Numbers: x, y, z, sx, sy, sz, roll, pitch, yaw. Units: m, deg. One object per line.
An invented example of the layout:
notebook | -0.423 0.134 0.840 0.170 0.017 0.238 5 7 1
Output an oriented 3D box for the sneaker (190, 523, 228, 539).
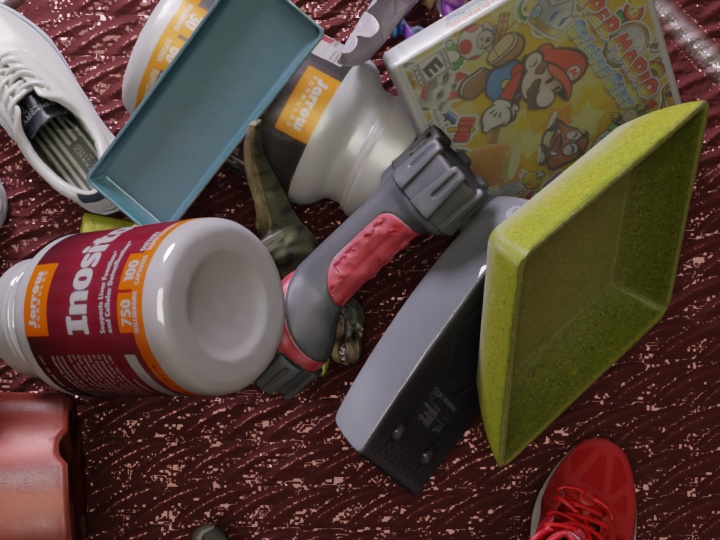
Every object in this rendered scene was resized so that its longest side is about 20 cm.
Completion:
sneaker | -0.077 0.272 1.106 0.077 0.078 0.200 -14 88 -12

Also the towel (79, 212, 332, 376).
towel | -0.113 0.018 1.155 0.200 0.018 0.086 11 82 4

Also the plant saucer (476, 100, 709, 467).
plant saucer | 0.141 0.001 1.039 0.048 0.200 0.200 33 53 28

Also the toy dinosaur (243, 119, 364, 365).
toy dinosaur | -0.066 -0.013 1.100 0.088 0.047 0.200 -19 122 13

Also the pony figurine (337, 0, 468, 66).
pony figurine | 0.043 -0.218 1.089 0.166 0.193 0.200 -33 80 9

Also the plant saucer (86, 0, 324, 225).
plant saucer | -0.104 -0.110 1.058 0.070 0.019 0.200 41 118 -2

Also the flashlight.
flashlight | 0.000 0.000 1.050 0.200 0.068 0.068 -42 112 18

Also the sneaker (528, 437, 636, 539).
sneaker | 0.147 0.177 1.040 0.078 0.116 0.200 17 55 6

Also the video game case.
video game case | 0.126 -0.118 1.080 0.182 0.200 0.023 -31 45 -3

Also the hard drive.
hard drive | 0.066 0.050 1.083 0.042 0.135 0.200 33 84 28

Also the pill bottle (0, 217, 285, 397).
pill bottle | -0.155 0.028 1.049 0.200 0.113 0.113 -5 83 43

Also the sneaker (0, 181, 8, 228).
sneaker | -0.327 -0.109 1.132 0.078 0.099 0.200 -38 84 -2

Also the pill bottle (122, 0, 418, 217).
pill bottle | -0.056 -0.117 1.115 0.200 0.116 0.117 28 86 5

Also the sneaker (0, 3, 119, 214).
sneaker | -0.235 -0.126 1.145 0.073 0.071 0.200 -44 84 -2

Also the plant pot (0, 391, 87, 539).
plant pot | -0.287 0.162 1.069 0.195 0.201 0.201 -4 84 -6
